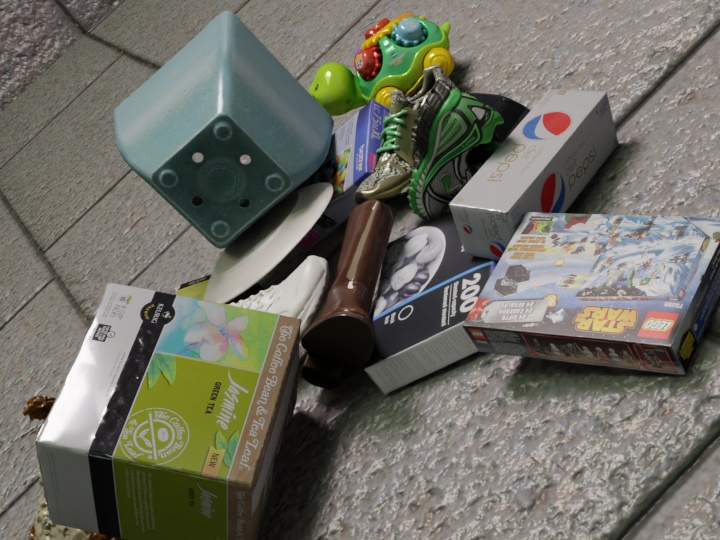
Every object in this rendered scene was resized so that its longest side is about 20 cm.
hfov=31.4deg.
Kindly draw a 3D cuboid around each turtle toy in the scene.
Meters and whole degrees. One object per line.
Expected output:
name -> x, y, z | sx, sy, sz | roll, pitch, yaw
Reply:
turtle toy -> 0.029, -0.256, 1.623 | 0.200, 0.101, 0.146 | -36, 12, 9

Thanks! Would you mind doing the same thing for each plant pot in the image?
plant pot -> -0.157, -0.141, 1.465 | 0.196, 0.196, 0.200 | -39, 23, 14

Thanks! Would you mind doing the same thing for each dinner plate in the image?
dinner plate -> -0.112, -0.036, 1.462 | 0.200, 0.024, 0.200 | -39, 18, 16

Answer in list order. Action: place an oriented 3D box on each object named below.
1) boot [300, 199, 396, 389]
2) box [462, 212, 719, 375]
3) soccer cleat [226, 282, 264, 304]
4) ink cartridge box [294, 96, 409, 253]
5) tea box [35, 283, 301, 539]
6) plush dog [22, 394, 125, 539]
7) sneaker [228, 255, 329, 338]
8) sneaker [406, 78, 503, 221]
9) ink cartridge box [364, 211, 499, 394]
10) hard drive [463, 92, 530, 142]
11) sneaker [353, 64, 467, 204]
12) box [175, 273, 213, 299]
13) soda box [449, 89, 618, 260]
boot -> 0.000, 0.000, 1.259 | 0.186, 0.064, 0.200 | 128, 164, -64
box -> 0.200, 0.014, 1.070 | 0.200, 0.040, 0.137 | 5, 50, 42
soccer cleat -> -0.165, 0.095, 1.445 | 0.086, 0.070, 0.200 | -36, 21, 47
ink cartridge box -> -0.017, -0.118, 1.511 | 0.200, 0.042, 0.119 | -34, 38, 39
tea box -> -0.170, 0.139, 1.194 | 0.197, 0.134, 0.200 | 11, 46, 3
plush dog -> -0.285, 0.228, 1.334 | 0.200, 0.160, 0.172 | -14, 64, 45
sneaker -> -0.113, 0.055, 1.337 | 0.200, 0.099, 0.078 | -52, 4, 6
sneaker -> 0.098, -0.102, 1.286 | 0.085, 0.200, 0.078 | 27, 66, 15
ink cartridge box -> 0.103, 0.006, 1.240 | 0.200, 0.043, 0.198 | -26, 31, 26
hard drive -> 0.092, -0.150, 1.481 | 0.135, 0.042, 0.200 | -52, 29, -19
sneaker -> 0.045, -0.148, 1.379 | 0.077, 0.089, 0.200 | -8, 34, 52
box -> -0.215, 0.094, 1.514 | 0.075, 0.050, 0.200 | -18, 34, 38
soda box -> 0.170, -0.094, 1.228 | 0.068, 0.064, 0.200 | 11, 45, 38
